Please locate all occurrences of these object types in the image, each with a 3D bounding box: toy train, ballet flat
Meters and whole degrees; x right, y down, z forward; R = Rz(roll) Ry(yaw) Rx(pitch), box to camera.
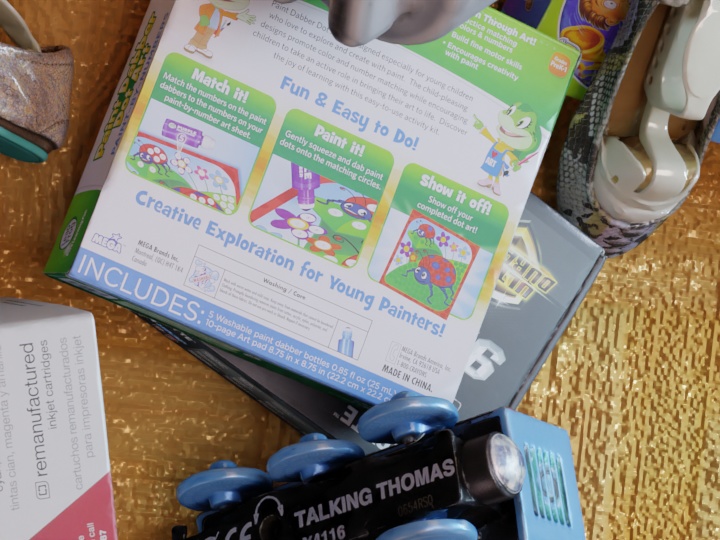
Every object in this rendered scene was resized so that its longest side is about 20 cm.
[{"bbox_3d":[0.003,0.121,1.377,0.114,0.200,0.087,24,51,-50],"label":"toy train"},{"bbox_3d":[-0.204,-0.111,1.318,0.200,0.068,0.067,27,79,-46],"label":"ballet flat"},{"bbox_3d":[0.144,-0.077,1.441,0.072,0.072,0.200,2,124,-24],"label":"ballet flat"}]

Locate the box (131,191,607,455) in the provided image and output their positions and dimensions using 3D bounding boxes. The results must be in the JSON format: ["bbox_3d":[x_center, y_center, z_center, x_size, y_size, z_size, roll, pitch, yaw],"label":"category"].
[{"bbox_3d":[0.000,0.000,1.439,0.200,0.046,0.159,38,77,-20],"label":"box"}]

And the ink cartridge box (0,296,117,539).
[{"bbox_3d":[-0.223,0.096,1.289,0.200,0.145,0.145,-8,96,-23],"label":"ink cartridge box"}]

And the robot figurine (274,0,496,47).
[{"bbox_3d":[0.042,-0.175,1.333,0.170,0.113,0.200,36,50,21],"label":"robot figurine"}]

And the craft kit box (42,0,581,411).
[{"bbox_3d":[-0.020,-0.051,1.380,0.200,0.049,0.198,25,83,-21],"label":"craft kit box"}]

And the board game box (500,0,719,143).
[{"bbox_3d":[0.168,-0.168,1.455,0.134,0.045,0.200,15,119,-24],"label":"board game box"}]
